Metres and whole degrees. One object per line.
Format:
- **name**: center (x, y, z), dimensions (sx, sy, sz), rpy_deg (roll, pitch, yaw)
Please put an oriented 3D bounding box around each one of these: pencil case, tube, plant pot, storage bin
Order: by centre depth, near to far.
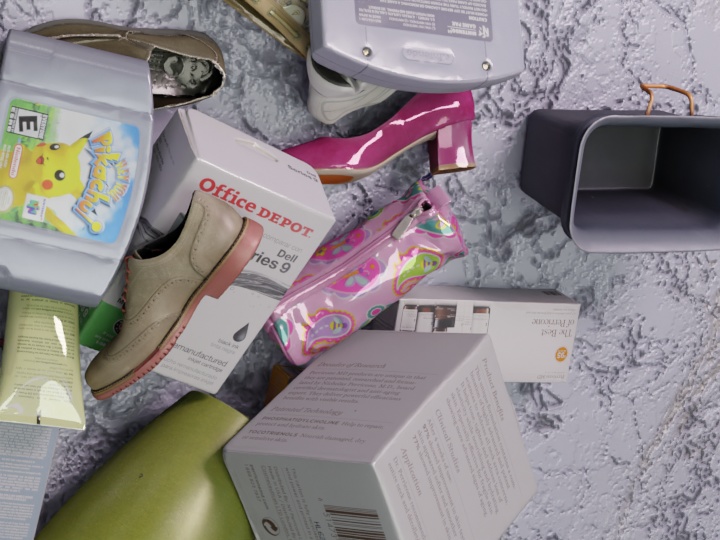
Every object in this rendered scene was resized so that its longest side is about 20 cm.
- **tube**: center (-0.258, 0.028, 1.529), dimensions (0.057, 0.052, 0.202), rpy_deg (-7, 70, 13)
- **plant pot**: center (-0.163, 0.212, 1.641), dimensions (0.187, 0.186, 0.201), rpy_deg (41, 72, -31)
- **pencil case**: center (0.000, 0.000, 1.671), dimensions (0.199, 0.088, 0.088), rpy_deg (-33, 119, 1)
- **storage bin**: center (0.248, -0.105, 1.750), dimensions (0.198, 0.134, 0.147), rpy_deg (-2, 108, -27)

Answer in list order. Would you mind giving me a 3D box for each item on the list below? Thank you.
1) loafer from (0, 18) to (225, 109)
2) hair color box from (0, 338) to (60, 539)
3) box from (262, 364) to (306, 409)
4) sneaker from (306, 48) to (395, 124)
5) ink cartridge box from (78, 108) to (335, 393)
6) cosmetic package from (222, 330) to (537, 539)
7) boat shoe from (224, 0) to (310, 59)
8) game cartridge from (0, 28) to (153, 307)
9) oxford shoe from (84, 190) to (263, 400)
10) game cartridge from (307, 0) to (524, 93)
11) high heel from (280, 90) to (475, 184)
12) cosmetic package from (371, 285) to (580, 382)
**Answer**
- **loafer**: center (-0.197, -0.165, 1.542), dimensions (0.198, 0.070, 0.076), rpy_deg (-8, 110, -24)
- **hair color box**: center (-0.303, 0.168, 1.584), dimensions (0.060, 0.099, 0.202), rpy_deg (10, 102, -27)
- **box**: center (-0.046, 0.193, 1.757), dimensions (0.118, 0.041, 0.202), rpy_deg (8, 101, -29)
- **sneaker**: center (0.028, -0.195, 1.653), dimensions (0.199, 0.075, 0.081), rpy_deg (-31, 158, -28)
- **ink cartridge box**: center (-0.137, -0.015, 1.583), dimensions (0.145, 0.084, 0.201), rpy_deg (22, 115, -30)
- **cosmetic package**: center (0.021, 0.172, 1.624), dimensions (0.200, 0.165, 0.169), rpy_deg (-42, 122, -44)
- **boat shoe**: center (-0.104, -0.236, 1.563), dimensions (0.199, 0.073, 0.063), rpy_deg (21, 94, -31)
- **game cartridge**: center (-0.234, -0.078, 1.492), dimensions (0.132, 0.040, 0.202), rpy_deg (11, 90, -15)
- **oxford shoe**: center (-0.165, 0.017, 1.510), dimensions (0.075, 0.071, 0.200), rpy_deg (37, 104, -18)
- **game cartridge**: center (0.045, -0.218, 1.592), dimensions (0.198, 0.041, 0.135), rpy_deg (4, 80, -29)
- **high heel**: center (0.009, -0.130, 1.673), dimensions (0.198, 0.067, 0.097), rpy_deg (-6, 85, -13)
- **cosmetic package**: center (0.108, 0.061, 1.784), dimensions (0.198, 0.051, 0.083), rpy_deg (2, 107, -27)
